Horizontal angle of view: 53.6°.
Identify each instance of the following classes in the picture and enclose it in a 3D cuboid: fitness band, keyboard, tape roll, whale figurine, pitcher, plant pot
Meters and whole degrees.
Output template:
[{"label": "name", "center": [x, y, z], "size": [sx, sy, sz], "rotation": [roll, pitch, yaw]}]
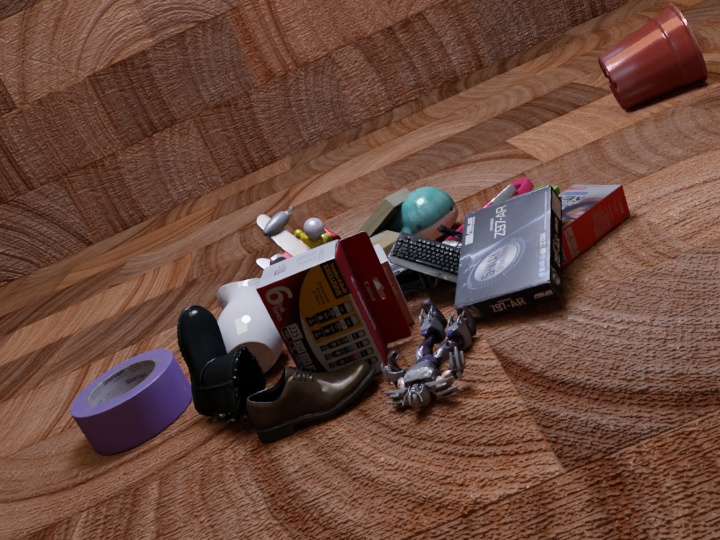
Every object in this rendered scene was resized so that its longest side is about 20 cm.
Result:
[{"label": "fitness band", "center": [0.245, -0.107, 1.360], "size": [0.200, 0.037, 0.144], "rotation": [-40, -2, -2]}, {"label": "keyboard", "center": [0.158, -0.031, 1.216], "size": [0.199, 0.021, 0.127], "rotation": [17, 48, 15]}, {"label": "tape roll", "center": [-0.410, 0.233, 1.287], "size": [0.199, 0.085, 0.200], "rotation": [-21, 20, 8]}, {"label": "whale figurine", "center": [0.109, -0.111, 1.522], "size": [0.199, 0.104, 0.159], "rotation": [-18, 20, 40]}, {"label": "pitcher", "center": [-0.181, 0.087, 1.293], "size": [0.171, 0.122, 0.200], "rotation": [-26, 34, 7]}, {"label": "plant pot", "center": [0.697, -0.501, 1.725], "size": [0.194, 0.201, 0.201], "rotation": [-26, 18, 19]}]

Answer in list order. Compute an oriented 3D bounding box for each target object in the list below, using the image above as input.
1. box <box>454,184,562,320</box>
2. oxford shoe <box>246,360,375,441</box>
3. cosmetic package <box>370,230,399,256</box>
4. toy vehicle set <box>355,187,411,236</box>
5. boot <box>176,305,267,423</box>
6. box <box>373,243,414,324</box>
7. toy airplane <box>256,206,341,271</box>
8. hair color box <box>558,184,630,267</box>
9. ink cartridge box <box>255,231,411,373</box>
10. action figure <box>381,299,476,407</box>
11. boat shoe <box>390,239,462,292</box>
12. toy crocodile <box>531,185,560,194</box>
[{"label": "box", "center": [0.234, -0.027, 1.117], "size": [0.160, 0.044, 0.201], "rotation": [-18, 43, 35]}, {"label": "oxford shoe", "center": [-0.073, 0.173, 1.042], "size": [0.199, 0.085, 0.073], "rotation": [-24, 18, -4]}, {"label": "cosmetic package", "center": [0.000, 0.000, 1.415], "size": [0.199, 0.071, 0.105], "rotation": [-32, 20, -19]}, {"label": "toy vehicle set", "center": [0.048, -0.115, 1.550], "size": [0.124, 0.026, 0.200], "rotation": [-49, -3, 19]}, {"label": "boot", "center": [-0.220, 0.146, 1.134], "size": [0.073, 0.200, 0.162], "rotation": [-7, -5, -37]}, {"label": "box", "center": [-0.027, 0.061, 1.214], "size": [0.199, 0.125, 0.098], "rotation": [-25, 20, 1]}, {"label": "toy airplane", "center": [-0.124, -0.048, 1.516], "size": [0.199, 0.142, 0.200], "rotation": [13, 33, -16]}, {"label": "hair color box", "center": [0.347, -0.075, 1.210], "size": [0.200, 0.064, 0.111], "rotation": [-35, 23, -24]}, {"label": "ink cartridge box", "center": [-0.034, 0.065, 1.091], "size": [0.175, 0.201, 0.084], "rotation": [-22, 20, 11]}, {"label": "action figure", "center": [0.097, 0.122, 0.996], "size": [0.129, 0.070, 0.200], "rotation": [-8, 28, 28]}, {"label": "boat shoe", "center": [0.122, 0.001, 1.272], "size": [0.199, 0.072, 0.068], "rotation": [-11, 36, 17]}, {"label": "toy crocodile", "center": [0.311, -0.101, 1.309], "size": [0.062, 0.068, 0.200], "rotation": [-3, 29, 48]}]
